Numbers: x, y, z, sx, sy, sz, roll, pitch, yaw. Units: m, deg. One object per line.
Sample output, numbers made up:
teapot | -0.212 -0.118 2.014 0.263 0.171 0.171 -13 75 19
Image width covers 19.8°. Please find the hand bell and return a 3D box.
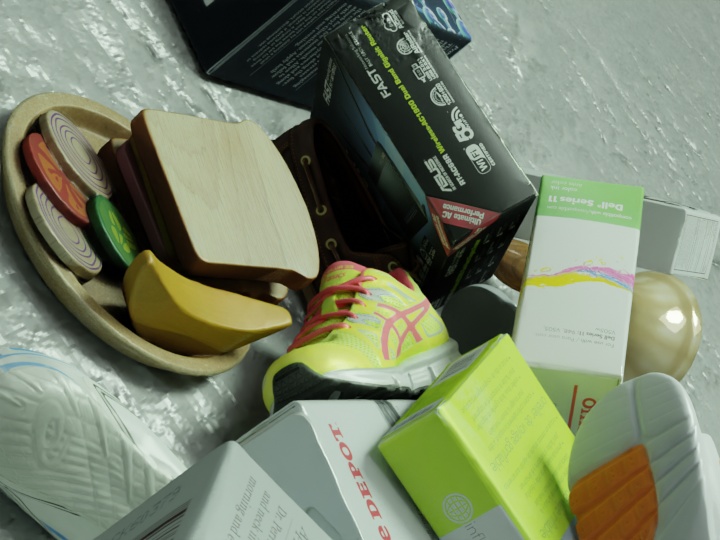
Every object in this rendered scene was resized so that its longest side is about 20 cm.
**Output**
hand bell | 0.148 0.018 1.458 0.200 0.104 0.104 28 35 -46

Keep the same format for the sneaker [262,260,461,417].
sneaker | -0.008 0.040 1.163 0.090 0.078 0.200 68 20 6

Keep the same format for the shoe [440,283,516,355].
shoe | 0.121 0.101 1.358 0.091 0.071 0.200 -4 67 -63

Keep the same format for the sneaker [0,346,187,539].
sneaker | -0.108 0.110 0.954 0.200 0.072 0.072 50 -3 -22

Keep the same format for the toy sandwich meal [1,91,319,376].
toy sandwich meal | -0.106 -0.030 1.126 0.205 0.070 0.205 40 28 -26

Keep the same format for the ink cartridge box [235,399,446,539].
ink cartridge box | 0.020 0.150 1.097 0.200 0.084 0.145 6 54 -58

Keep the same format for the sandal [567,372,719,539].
sandal | 0.162 0.157 1.052 0.059 0.079 0.207 18 56 -51

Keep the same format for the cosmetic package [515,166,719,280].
cosmetic package | 0.145 -0.040 1.450 0.200 0.051 0.083 15 2 27

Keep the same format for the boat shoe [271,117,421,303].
boat shoe | 0.000 0.000 1.276 0.200 0.070 0.070 56 25 4

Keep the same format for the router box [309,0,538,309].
router box | 0.033 -0.067 1.302 0.150 0.062 0.200 58 -12 11

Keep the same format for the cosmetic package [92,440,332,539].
cosmetic package | -0.055 0.213 0.791 0.200 0.165 0.165 47 26 -12

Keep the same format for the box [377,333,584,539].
box | 0.099 0.142 1.088 0.200 0.048 0.122 56 27 -3

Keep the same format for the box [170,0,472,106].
box | -0.039 -0.204 1.425 0.200 0.107 0.149 11 47 -57

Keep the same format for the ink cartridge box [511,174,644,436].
ink cartridge box | 0.121 0.054 1.219 0.067 0.117 0.200 9 46 5
